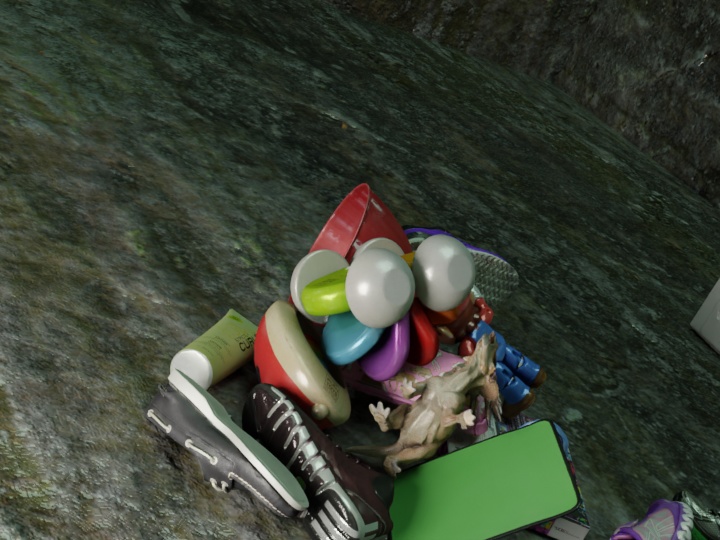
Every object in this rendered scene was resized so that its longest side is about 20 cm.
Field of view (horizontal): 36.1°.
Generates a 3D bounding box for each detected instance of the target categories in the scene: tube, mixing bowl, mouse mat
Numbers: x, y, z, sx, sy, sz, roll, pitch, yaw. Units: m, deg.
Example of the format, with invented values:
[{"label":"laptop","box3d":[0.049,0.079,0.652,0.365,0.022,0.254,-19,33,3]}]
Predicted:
[{"label":"tube","box3d":[-0.154,0.087,1.259,0.051,0.059,0.200,-15,6,18]},{"label":"mixing bowl","box3d":[0.000,0.000,1.441,0.107,0.201,0.201,29,20,-14]},{"label":"mouse mat","box3d":[0.118,0.225,1.126,0.162,0.197,0.008,-96,164,-65]}]

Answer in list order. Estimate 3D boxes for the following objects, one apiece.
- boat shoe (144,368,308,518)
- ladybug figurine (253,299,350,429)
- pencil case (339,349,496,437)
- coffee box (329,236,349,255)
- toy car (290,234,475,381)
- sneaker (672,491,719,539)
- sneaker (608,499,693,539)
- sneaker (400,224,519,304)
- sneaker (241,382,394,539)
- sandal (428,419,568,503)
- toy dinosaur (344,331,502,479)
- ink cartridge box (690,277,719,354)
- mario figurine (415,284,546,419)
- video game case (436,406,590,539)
[{"label":"boat shoe","box3d":[-0.132,0.177,1.065,0.199,0.061,0.074,40,-3,23]},{"label":"ladybug figurine","box3d":[-0.070,0.111,1.227,0.136,0.071,0.200,53,5,-24]},{"label":"pencil case","box3d":[0.066,0.129,1.311,0.197,0.088,0.083,16,-1,14]},{"label":"coffee box","box3d":[0.045,0.023,1.578,0.198,0.081,0.113,31,23,9]},{"label":"toy car","box3d":[0.027,0.044,1.235,0.197,0.153,0.174,-12,7,-35]},{"label":"sneaker","box3d":[0.484,0.330,1.391,0.198,0.086,0.078,28,22,5]},{"label":"sneaker","box3d":[0.327,0.314,1.266,0.087,0.082,0.200,22,22,9]},{"label":"sneaker","box3d":[0.134,-0.021,1.575,0.197,0.070,0.100,20,20,-22]},{"label":"sneaker","box3d":[-0.036,0.199,1.125,0.115,0.076,0.201,7,39,-50]},{"label":"sandal","box3d":[0.152,0.215,1.193,0.198,0.087,0.080,-29,74,-31]},{"label":"toy dinosaur","box3d":[0.082,0.162,1.209,0.086,0.200,0.135,55,20,19]},{"label":"ink cartridge box","box3d":[0.778,0.101,2.148,0.197,0.149,0.145,10,27,-35]},{"label":"mario figurine","box3d":[0.135,0.092,1.393,0.200,0.106,0.124,46,13,-6]},{"label":"video game case","box3d":[0.176,0.229,1.329,0.179,0.036,0.201,22,22,-9]}]
